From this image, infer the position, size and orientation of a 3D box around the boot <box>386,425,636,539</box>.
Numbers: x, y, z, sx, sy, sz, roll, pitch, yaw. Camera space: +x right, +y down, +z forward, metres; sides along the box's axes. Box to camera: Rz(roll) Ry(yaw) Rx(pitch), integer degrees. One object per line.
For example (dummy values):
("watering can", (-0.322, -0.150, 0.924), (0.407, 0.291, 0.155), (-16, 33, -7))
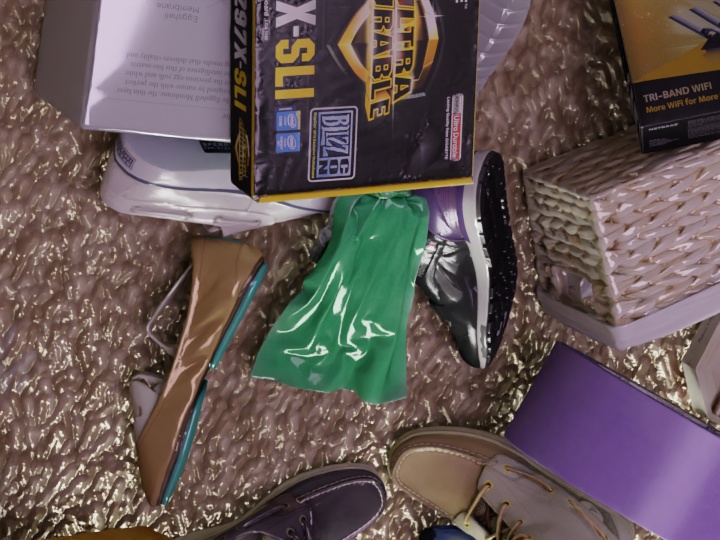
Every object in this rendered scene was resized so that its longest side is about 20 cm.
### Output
("boot", (0.107, 0.197, 1.584), (0.199, 0.155, 0.072), (24, 117, -2))

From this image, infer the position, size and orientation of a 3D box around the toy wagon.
("toy wagon", (0.352, 0.086, 1.751), (0.200, 0.040, 0.156), (24, 95, -28))

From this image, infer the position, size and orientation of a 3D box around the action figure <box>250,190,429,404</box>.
("action figure", (0.000, 0.000, 1.523), (0.118, 0.055, 0.200), (6, 127, -16))

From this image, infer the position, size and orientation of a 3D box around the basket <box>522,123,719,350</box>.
("basket", (0.234, -0.042, 1.610), (0.199, 0.136, 0.124), (-21, 108, -17))

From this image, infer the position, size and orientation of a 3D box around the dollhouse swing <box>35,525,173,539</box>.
("dollhouse swing", (-0.199, 0.279, 1.455), (0.200, 0.181, 0.176), (0, 108, -53))

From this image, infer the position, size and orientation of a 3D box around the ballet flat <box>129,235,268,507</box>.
("ballet flat", (-0.128, 0.067, 1.528), (0.063, 0.069, 0.201), (23, 96, 0))

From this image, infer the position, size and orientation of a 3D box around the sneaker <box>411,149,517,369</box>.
("sneaker", (0.062, -0.014, 1.581), (0.076, 0.087, 0.200), (-64, 155, -43))

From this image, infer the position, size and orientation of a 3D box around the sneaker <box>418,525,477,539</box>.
("sneaker", (0.049, 0.288, 1.663), (0.089, 0.079, 0.201), (13, 91, -19))

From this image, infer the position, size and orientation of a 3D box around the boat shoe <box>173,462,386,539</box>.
("boat shoe", (-0.064, 0.205, 1.586), (0.199, 0.065, 0.072), (-21, 112, -17))

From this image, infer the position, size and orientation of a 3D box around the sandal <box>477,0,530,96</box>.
("sandal", (0.054, -0.152, 1.544), (0.082, 0.050, 0.203), (13, 114, -30))

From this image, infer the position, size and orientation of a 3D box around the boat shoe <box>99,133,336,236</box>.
("boat shoe", (-0.089, -0.059, 1.503), (0.199, 0.071, 0.070), (1, 138, -36))

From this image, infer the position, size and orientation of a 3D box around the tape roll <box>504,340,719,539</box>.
("tape roll", (0.213, 0.137, 1.613), (0.200, 0.200, 0.085), (28, 92, -28))

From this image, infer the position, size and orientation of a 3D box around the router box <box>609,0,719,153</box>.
("router box", (0.283, -0.181, 1.547), (0.199, 0.052, 0.158), (-12, 68, 4))

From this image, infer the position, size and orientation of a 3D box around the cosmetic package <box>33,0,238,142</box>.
("cosmetic package", (-0.094, -0.192, 1.424), (0.199, 0.123, 0.201), (4, 103, -26))

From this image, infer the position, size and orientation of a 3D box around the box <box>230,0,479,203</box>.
("box", (-0.003, -0.151, 1.384), (0.159, 0.049, 0.201), (-5, 108, -22))
